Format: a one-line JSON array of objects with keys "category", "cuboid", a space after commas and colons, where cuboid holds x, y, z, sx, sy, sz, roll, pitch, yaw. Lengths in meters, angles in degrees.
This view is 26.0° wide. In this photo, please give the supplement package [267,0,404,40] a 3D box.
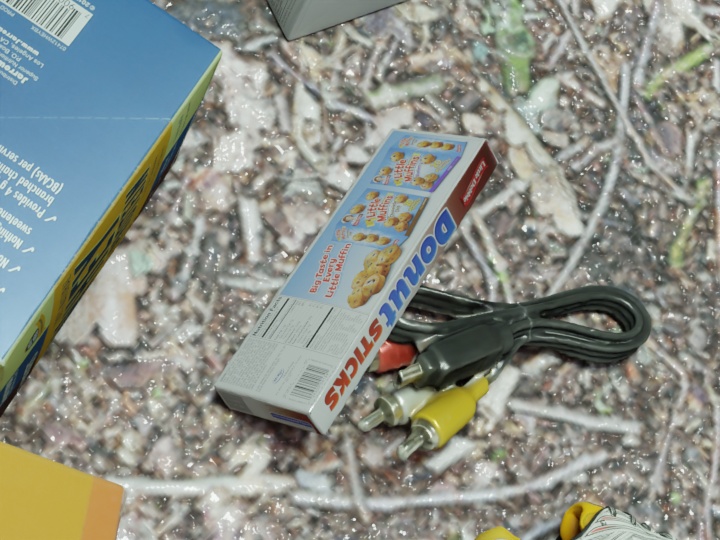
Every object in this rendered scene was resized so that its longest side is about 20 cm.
[{"category": "supplement package", "cuboid": [0.010, -0.283, 0.939, 0.190, 0.147, 0.202, -22, 78, -24]}]

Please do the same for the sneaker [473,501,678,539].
[{"category": "sneaker", "cuboid": [0.151, 0.162, 0.850, 0.197, 0.078, 0.083, -5, 70, -20]}]

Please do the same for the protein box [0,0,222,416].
[{"category": "protein box", "cuboid": [-0.212, -0.064, 0.787, 0.197, 0.135, 0.201, 33, 63, -3]}]

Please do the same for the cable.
[{"category": "cable", "cuboid": [0.075, 0.041, 0.906, 0.198, 0.051, 0.098, -15, 57, -35]}]

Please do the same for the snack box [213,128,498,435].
[{"category": "snack box", "cuboid": [0.000, 0.000, 0.869, 0.201, 0.071, 0.024, -56, 135, -27]}]

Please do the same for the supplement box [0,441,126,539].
[{"category": "supplement box", "cuboid": [-0.210, 0.106, 0.721, 0.199, 0.068, 0.067, 28, 56, -33]}]
